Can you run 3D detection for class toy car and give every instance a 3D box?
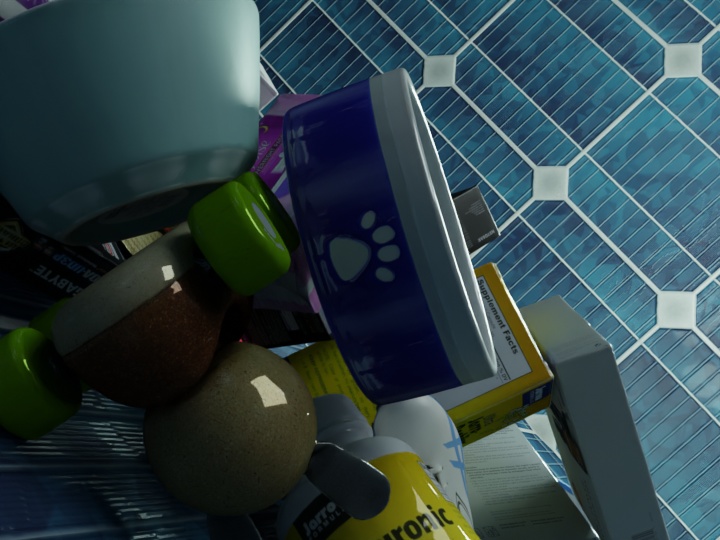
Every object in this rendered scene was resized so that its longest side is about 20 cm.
[{"bbox_3d":[-0.075,0.074,0.542,0.200,0.164,0.158,56,5,-8],"label":"toy car"}]

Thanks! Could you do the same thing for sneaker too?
[{"bbox_3d":[0.052,0.183,0.722,0.072,0.072,0.201,-127,-153,-73],"label":"sneaker"}]

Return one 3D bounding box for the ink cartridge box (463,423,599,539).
[{"bbox_3d":[0.088,0.198,0.903,0.196,0.043,0.200,2,32,-28],"label":"ink cartridge box"}]

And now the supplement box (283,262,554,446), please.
[{"bbox_3d":[0.046,0.096,0.810,0.110,0.200,0.109,65,0,-68],"label":"supplement box"}]

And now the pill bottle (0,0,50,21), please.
[{"bbox_3d":[-0.313,-0.214,0.890,0.111,0.111,0.200,51,7,31],"label":"pill bottle"}]

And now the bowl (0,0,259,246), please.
[{"bbox_3d":[-0.141,-0.082,0.592,0.201,0.200,0.105,6,63,-80],"label":"bowl"}]

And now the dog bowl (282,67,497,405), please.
[{"bbox_3d":[0.021,-0.020,0.615,0.200,0.079,0.201,-17,90,-81],"label":"dog bowl"}]

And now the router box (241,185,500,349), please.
[{"bbox_3d":[0.000,0.000,0.859,0.157,0.200,0.052,-14,-76,58],"label":"router box"}]

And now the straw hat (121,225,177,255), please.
[{"bbox_3d":[-0.153,-0.056,0.802,0.201,0.085,0.201,53,-2,3],"label":"straw hat"}]

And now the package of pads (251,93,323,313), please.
[{"bbox_3d":[-0.053,-0.056,0.763,0.120,0.200,0.076,6,-44,26],"label":"package of pads"}]

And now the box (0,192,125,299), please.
[{"bbox_3d":[-0.259,-0.075,0.690,0.159,0.046,0.200,41,9,-49],"label":"box"}]

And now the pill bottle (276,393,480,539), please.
[{"bbox_3d":[0.013,0.180,0.635,0.200,0.111,0.111,50,7,32],"label":"pill bottle"}]

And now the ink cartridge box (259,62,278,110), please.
[{"bbox_3d":[-0.183,-0.147,0.938,0.085,0.200,0.146,44,7,-24],"label":"ink cartridge box"}]

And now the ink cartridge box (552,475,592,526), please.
[{"bbox_3d":[0.237,0.311,1.074,0.146,0.084,0.200,31,-15,17],"label":"ink cartridge box"}]

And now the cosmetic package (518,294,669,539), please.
[{"bbox_3d":[0.198,0.137,0.843,0.151,0.052,0.201,-97,168,-76],"label":"cosmetic package"}]
